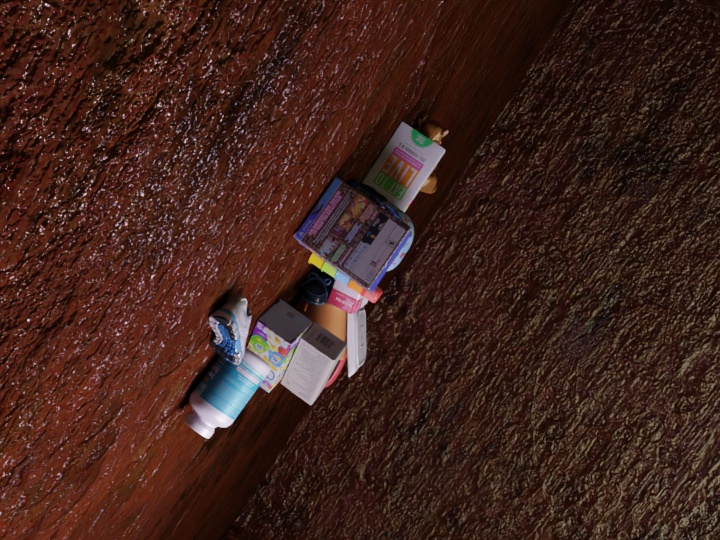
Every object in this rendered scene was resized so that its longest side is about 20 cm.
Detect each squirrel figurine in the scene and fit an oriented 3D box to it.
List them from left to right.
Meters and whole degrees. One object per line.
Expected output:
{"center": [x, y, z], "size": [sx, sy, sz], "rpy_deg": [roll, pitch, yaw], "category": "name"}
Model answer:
{"center": [0.171, -0.321, 1.685], "size": [0.188, 0.141, 0.200], "rpy_deg": [-66, 171, 20], "category": "squirrel figurine"}

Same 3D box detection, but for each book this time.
{"center": [0.106, -0.256, 1.550], "size": [0.201, 0.133, 0.048], "rpy_deg": [-57, 171, 3], "category": "book"}

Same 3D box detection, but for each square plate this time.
{"center": [-0.009, 0.192, 1.758], "size": [0.200, 0.028, 0.200], "rpy_deg": [-7, 97, -81], "category": "square plate"}

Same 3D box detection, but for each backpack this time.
{"center": [0.021, -0.094, 1.458], "size": [0.183, 0.199, 0.134], "rpy_deg": [-56, 172, 8], "category": "backpack"}

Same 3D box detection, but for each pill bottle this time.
{"center": [-0.294, 0.260, 1.321], "size": [0.201, 0.110, 0.111], "rpy_deg": [-54, 171, -14], "category": "pill bottle"}

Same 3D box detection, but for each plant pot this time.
{"center": [-0.119, 0.149, 1.698], "size": [0.200, 0.198, 0.141], "rpy_deg": [8, 99, -81], "category": "plant pot"}

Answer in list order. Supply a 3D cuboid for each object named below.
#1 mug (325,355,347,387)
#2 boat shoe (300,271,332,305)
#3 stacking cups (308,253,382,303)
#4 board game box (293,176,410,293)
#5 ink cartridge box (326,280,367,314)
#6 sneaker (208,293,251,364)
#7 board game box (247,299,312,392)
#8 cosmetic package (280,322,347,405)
{"center": [-0.106, 0.248, 1.865], "size": [0.199, 0.179, 0.133], "rpy_deg": [-29, -174, 19], "category": "mug"}
{"center": [-0.116, 0.033, 1.647], "size": [0.200, 0.083, 0.069], "rpy_deg": [-85, -161, -73], "category": "boat shoe"}
{"center": [-0.038, 0.015, 1.532], "size": [0.061, 0.199, 0.061], "rpy_deg": [-51, 172, -10], "category": "stacking cups"}
{"center": [-0.015, -0.075, 1.323], "size": [0.160, 0.199, 0.097], "rpy_deg": [-54, 172, -5], "category": "board game box"}
{"center": [0.000, 0.000, 1.646], "size": [0.202, 0.084, 0.145], "rpy_deg": [-68, 168, 15], "category": "ink cartridge box"}
{"center": [-0.245, 0.115, 1.199], "size": [0.087, 0.075, 0.201], "rpy_deg": [-57, 174, -34], "category": "sneaker"}
{"center": [-0.215, 0.191, 1.522], "size": [0.103, 0.104, 0.201], "rpy_deg": [-46, 166, -49], "category": "board game box"}
{"center": [-0.120, 0.237, 1.534], "size": [0.073, 0.103, 0.201], "rpy_deg": [-48, 170, -47], "category": "cosmetic package"}
